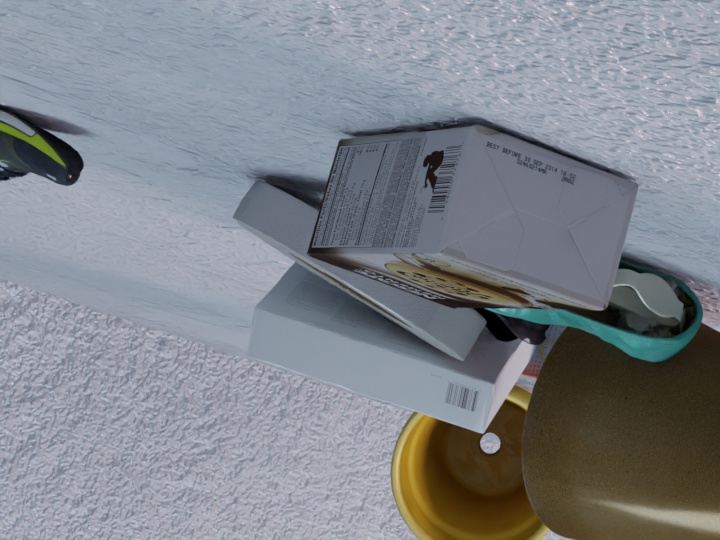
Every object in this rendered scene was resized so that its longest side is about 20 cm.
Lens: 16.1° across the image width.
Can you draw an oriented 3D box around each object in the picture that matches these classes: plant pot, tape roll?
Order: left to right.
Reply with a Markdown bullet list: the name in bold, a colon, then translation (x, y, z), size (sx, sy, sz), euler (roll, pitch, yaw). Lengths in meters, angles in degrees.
- **tape roll**: translation (0.000, 0.000, 1.874), size (0.202, 0.037, 0.203), euler (32, 178, 1)
- **plant pot**: translation (0.142, 0.215, 2.892), size (0.200, 0.202, 0.189), euler (16, -171, 5)
- **plant pot**: translation (0.249, 0.127, 1.795), size (0.199, 0.187, 0.186), euler (16, 175, 41)

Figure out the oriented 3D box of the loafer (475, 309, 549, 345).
- **loafer**: translation (0.108, 0.026, 1.910), size (0.072, 0.063, 0.200), euler (18, 173, -9)

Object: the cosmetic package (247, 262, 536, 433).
- **cosmetic package**: translation (0.030, 0.048, 2.006), size (0.199, 0.052, 0.151), euler (18, -150, 13)

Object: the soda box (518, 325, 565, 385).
- **soda box**: translation (0.125, 0.057, 2.117), size (0.199, 0.064, 0.068), euler (13, 173, 34)

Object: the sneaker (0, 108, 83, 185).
- **sneaker**: translation (-0.298, -0.083, 1.946), size (0.199, 0.081, 0.074), euler (13, 172, 32)

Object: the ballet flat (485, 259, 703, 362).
- **ballet flat**: translation (0.148, 0.005, 1.706), size (0.199, 0.068, 0.070), euler (20, 148, -24)

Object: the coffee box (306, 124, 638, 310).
- **coffee box**: translation (0.062, -0.029, 1.505), size (0.113, 0.080, 0.200), euler (19, 173, -21)
